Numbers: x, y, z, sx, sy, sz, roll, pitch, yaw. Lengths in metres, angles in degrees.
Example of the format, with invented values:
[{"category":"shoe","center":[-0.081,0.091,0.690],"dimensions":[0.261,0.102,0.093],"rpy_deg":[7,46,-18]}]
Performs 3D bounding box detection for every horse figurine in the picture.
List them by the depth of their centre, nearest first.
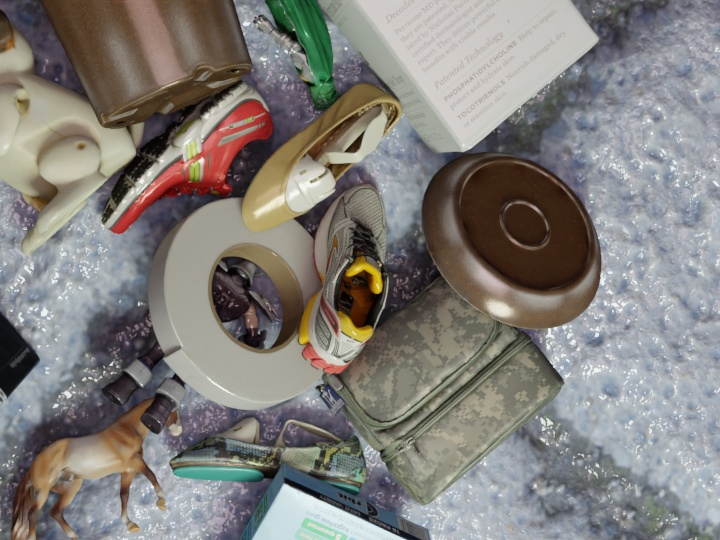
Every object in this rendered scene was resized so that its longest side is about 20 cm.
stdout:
[{"category":"horse figurine","center":[-0.263,0.201,1.228],"dimensions":[0.198,0.050,0.134],"rpy_deg":[-21,55,6]}]

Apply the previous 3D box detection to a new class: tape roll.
[{"category":"tape roll","center":[-0.108,0.031,1.203],"dimensions":[0.201,0.037,0.206],"rpy_deg":[15,64,-34]}]

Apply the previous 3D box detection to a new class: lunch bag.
[{"category":"lunch bag","center":[0.076,0.112,1.247],"dimensions":[0.199,0.139,0.168],"rpy_deg":[-39,81,-4]}]

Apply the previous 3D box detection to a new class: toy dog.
[{"category":"toy dog","center":[-0.313,-0.148,1.171],"dimensions":[0.194,0.139,0.200],"rpy_deg":[-45,99,-16]}]

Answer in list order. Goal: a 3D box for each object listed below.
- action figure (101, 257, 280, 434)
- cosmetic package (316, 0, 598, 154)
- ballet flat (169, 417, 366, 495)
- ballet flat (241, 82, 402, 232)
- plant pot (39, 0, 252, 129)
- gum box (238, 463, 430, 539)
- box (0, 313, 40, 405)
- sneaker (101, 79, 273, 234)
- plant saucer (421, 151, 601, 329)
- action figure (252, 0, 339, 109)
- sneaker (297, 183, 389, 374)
[{"category":"action figure","center":[-0.164,0.059,1.237],"dimensions":[0.130,0.069,0.201],"rpy_deg":[38,72,2]},{"category":"cosmetic package","center":[0.086,-0.241,1.199],"dimensions":[0.166,0.167,0.201],"rpy_deg":[-39,97,-3]},{"category":"ballet flat","center":[-0.091,0.182,1.267],"dimensions":[0.197,0.074,0.075],"rpy_deg":[8,93,-10]},{"category":"ballet flat","center":[-0.034,-0.109,1.213],"dimensions":[0.200,0.063,0.069],"rpy_deg":[-49,136,-21]},{"category":"plant pot","center":[-0.200,-0.247,1.136],"dimensions":[0.198,0.200,0.201],"rpy_deg":[-22,92,-5]},{"category":"gum box","center":[-0.049,0.314,1.254],"dimensions":[0.168,0.045,0.202],"rpy_deg":[26,106,-14]},{"category":"box","center":[-0.409,0.062,1.139],"dimensions":[0.124,0.200,0.197],"rpy_deg":[-41,98,-1]},{"category":"sneaker","center":[-0.165,-0.096,1.227],"dimensions":[0.200,0.077,0.085],"rpy_deg":[-41,114,2]},{"category":"plant saucer","center":[0.156,-0.039,1.235],"dimensions":[0.198,0.032,0.203],"rpy_deg":[12,57,-18]},{"category":"action figure","center":[-0.069,-0.250,1.222],"dimensions":[0.054,0.118,0.202],"rpy_deg":[-19,106,18]},{"category":"sneaker","center":[0.000,0.000,1.217],"dimensions":[0.077,0.082,0.202],"rpy_deg":[23,54,-23]}]
